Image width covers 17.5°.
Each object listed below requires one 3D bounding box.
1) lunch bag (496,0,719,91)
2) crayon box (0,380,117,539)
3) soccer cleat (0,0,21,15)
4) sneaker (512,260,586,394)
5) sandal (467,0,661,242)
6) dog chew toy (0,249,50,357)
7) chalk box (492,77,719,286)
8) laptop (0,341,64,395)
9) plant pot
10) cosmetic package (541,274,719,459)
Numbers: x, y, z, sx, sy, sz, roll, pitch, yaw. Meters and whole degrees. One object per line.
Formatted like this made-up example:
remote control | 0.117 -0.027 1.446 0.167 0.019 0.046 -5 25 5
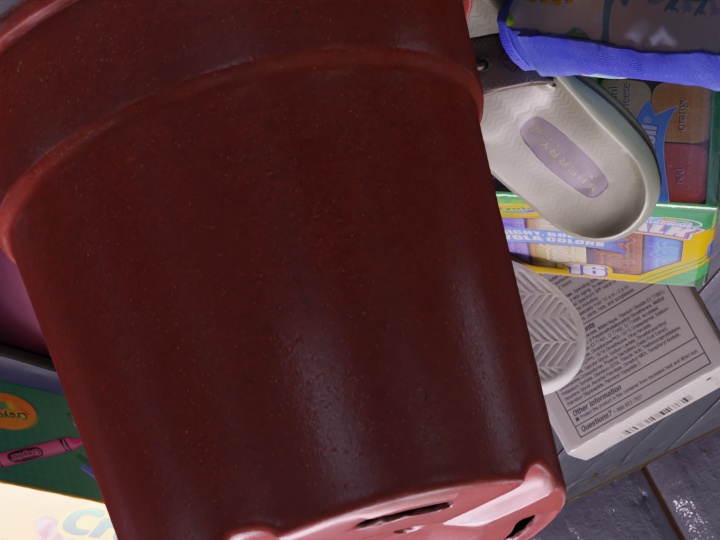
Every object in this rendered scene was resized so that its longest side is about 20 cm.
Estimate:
lunch bag | 0.169 -0.133 0.899 0.199 0.128 0.170 -36 -158 -19
crayon box | -0.116 0.118 0.995 0.199 0.059 0.119 16 128 -37
soccer cleat | -0.088 -0.095 0.863 0.085 0.069 0.200 -30 162 26
sneaker | 0.010 0.033 1.158 0.198 0.076 0.085 7 160 -6
sandal | 0.042 -0.075 0.965 0.080 0.200 0.058 -45 -166 43
dog chew toy | -0.118 -0.012 0.995 0.198 0.125 0.125 -16 166 1
chalk box | 0.110 -0.077 1.093 0.123 0.126 0.200 5 169 6
laptop | -0.185 0.112 1.011 0.186 0.117 0.199 19 155 -39
plant pot | -0.027 0.012 0.807 0.199 0.197 0.201 -16 160 -6
cosmetic package | 0.112 -0.009 1.262 0.105 0.201 0.071 -28 167 8
